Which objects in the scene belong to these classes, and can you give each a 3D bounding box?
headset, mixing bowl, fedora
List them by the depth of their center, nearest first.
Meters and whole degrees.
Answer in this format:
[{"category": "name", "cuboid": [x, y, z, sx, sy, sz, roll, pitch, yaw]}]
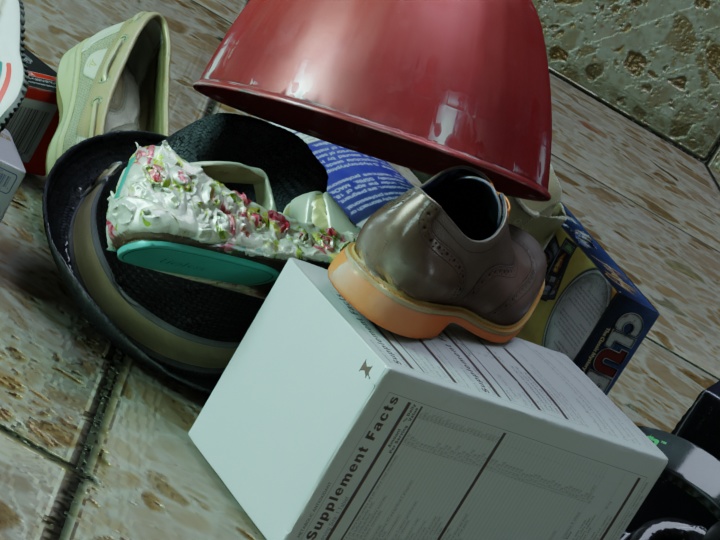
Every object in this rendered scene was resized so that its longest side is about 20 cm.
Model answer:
[{"category": "mixing bowl", "cuboid": [0.022, -0.116, 1.359, 0.199, 0.109, 0.200, 18, -1, 0]}, {"category": "headset", "cuboid": [0.194, 0.160, 1.398, 0.123, 0.094, 0.201, -10, -61, 51]}, {"category": "fedora", "cuboid": [-0.075, -0.025, 1.408, 0.200, 0.092, 0.201, 30, 35, -24]}]

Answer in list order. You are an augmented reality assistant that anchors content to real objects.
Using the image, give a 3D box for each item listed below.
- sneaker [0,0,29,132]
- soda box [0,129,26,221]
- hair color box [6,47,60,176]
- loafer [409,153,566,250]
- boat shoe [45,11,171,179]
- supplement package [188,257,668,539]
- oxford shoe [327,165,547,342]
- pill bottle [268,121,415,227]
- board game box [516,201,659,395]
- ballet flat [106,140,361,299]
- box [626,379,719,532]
[{"category": "sneaker", "cuboid": [-0.225, -0.120, 1.308, 0.093, 0.070, 0.200, 32, 15, -23]}, {"category": "soda box", "cuboid": [-0.276, -0.076, 1.335, 0.199, 0.064, 0.068, 26, 13, -23]}, {"category": "hair color box", "cuboid": [-0.273, -0.139, 1.590, 0.200, 0.061, 0.101, 37, 13, 27]}, {"category": "loafer", "cuboid": [0.079, -0.055, 1.550, 0.076, 0.068, 0.200, 47, -3, 19]}, {"category": "boat shoe", "cuboid": [-0.137, -0.073, 1.516, 0.073, 0.063, 0.201, 41, 28, -33]}, {"category": "supplement package", "cuboid": [0.035, 0.089, 1.305, 0.199, 0.114, 0.110, 21, 17, -38]}, {"category": "oxford shoe", "cuboid": [0.058, -0.011, 1.302, 0.071, 0.073, 0.200, 40, 18, 16]}, {"category": "pill bottle", "cuboid": [0.000, 0.000, 1.557, 0.119, 0.120, 0.200, 20, 16, -42]}, {"category": "board game box", "cuboid": [0.107, 0.037, 1.630, 0.034, 0.136, 0.200, 26, 14, -23]}, {"category": "ballet flat", "cuboid": [-0.042, -0.017, 1.314, 0.199, 0.064, 0.075, 21, -27, -40]}, {"category": "box", "cuboid": [0.277, 0.161, 1.585, 0.199, 0.124, 0.198, 34, 11, 12]}]
